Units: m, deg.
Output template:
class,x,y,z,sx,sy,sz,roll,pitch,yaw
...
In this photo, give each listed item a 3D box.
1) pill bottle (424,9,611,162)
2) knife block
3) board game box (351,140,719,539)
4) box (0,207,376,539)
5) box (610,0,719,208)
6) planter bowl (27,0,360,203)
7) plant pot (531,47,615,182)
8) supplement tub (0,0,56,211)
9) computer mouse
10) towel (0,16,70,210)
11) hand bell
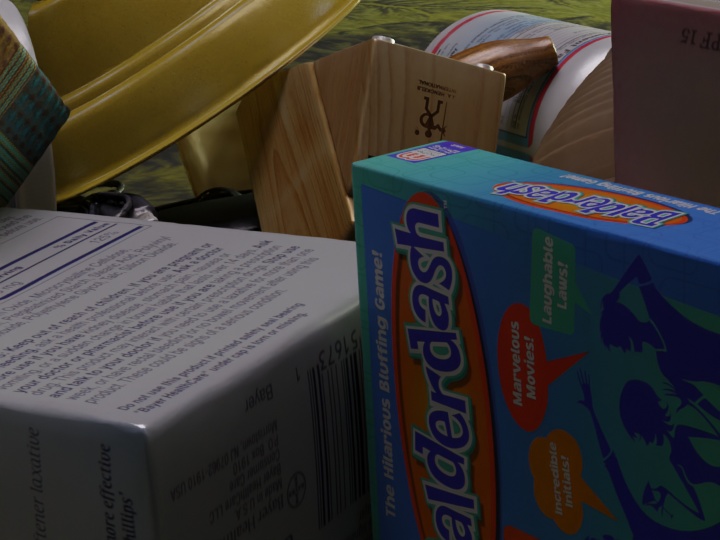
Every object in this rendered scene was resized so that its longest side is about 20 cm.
class,x,y,z,sx,sy,sz,roll,pitch,yaw
pill bottle,0.119,-0.078,1.158,0.108,0.109,0.200,-12,19,-28
knife block,0.000,0.000,0.881,0.064,0.177,0.200,13,-8,-24
board game box,0.075,0.052,0.648,0.045,0.153,0.200,-15,19,-33
box,-0.101,0.058,0.744,0.199,0.106,0.184,7,20,28
box,0.164,0.002,0.710,0.109,0.201,0.128,-15,20,-35
planter bowl,-0.093,-0.122,0.995,0.200,0.084,0.201,-31,15,10
plant pot,0.160,-0.053,0.927,0.199,0.093,0.201,-1,-17,0
supplement tub,-0.240,-0.044,0.902,0.199,0.141,0.140,-9,17,-19
computer mouse,-0.038,-0.017,0.975,0.199,0.053,0.138,12,5,-18
towel,-0.189,-0.010,0.790,0.022,0.201,0.147,31,-12,17
hand bell,0.008,-0.078,1.099,0.199,0.105,0.104,-20,17,-1
